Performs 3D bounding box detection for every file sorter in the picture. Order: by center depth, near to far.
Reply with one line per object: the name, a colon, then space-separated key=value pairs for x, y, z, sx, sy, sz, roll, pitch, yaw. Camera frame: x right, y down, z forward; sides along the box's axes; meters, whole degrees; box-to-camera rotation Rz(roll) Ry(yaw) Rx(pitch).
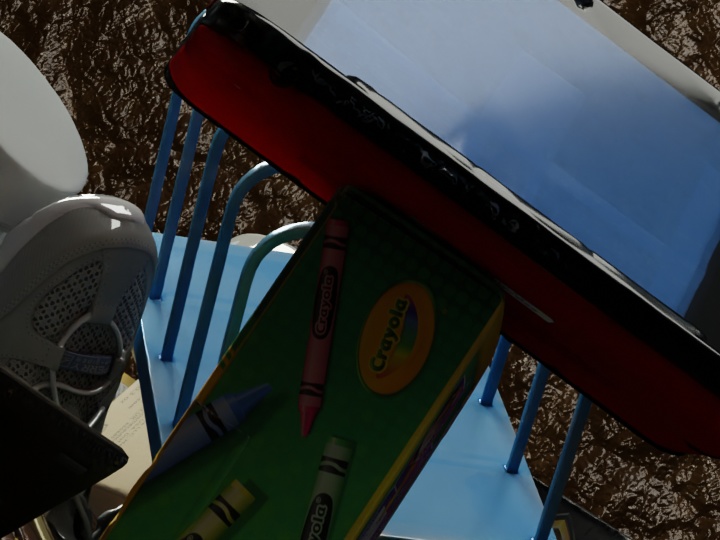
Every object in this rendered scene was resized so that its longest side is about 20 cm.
file sorter: x=0.000 y=0.000 z=0.942 sx=0.138 sy=0.123 sz=0.200 roll=9 pitch=26 yaw=-15

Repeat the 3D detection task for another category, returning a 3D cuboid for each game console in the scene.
game console: x=0.055 y=-0.047 z=0.775 sx=0.199 sy=0.119 sz=0.172 roll=35 pitch=-7 yaw=-6

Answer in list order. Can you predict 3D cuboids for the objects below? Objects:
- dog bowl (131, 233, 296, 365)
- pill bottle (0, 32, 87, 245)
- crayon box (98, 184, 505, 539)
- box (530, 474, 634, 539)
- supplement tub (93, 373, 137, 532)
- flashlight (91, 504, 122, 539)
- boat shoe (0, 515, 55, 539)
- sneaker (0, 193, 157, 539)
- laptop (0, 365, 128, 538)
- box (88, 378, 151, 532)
dog bowl: x=-0.022 y=0.070 z=1.181 sx=0.200 sy=0.059 sz=0.200 roll=43 pitch=-21 yaw=21
pill bottle: x=-0.202 y=-0.007 z=0.980 sx=0.112 sy=0.200 sz=0.112 roll=48 pitch=17 yaw=-20
crayon box: x=-0.035 y=0.082 z=0.745 sx=0.058 sy=0.201 sz=0.119 roll=33 pitch=-7 yaw=6
box: x=0.159 y=0.172 z=0.956 sx=0.200 sy=0.050 sz=0.198 roll=30 pitch=-10 yaw=46
supplement tub: x=-0.174 y=0.088 z=1.188 sx=0.200 sy=0.145 sz=0.144 roll=36 pitch=-7 yaw=-19
flashlight: x=-0.084 y=0.155 z=1.057 sx=0.067 sy=0.068 sz=0.200 roll=3 pitch=-23 yaw=-3
boat shoe: x=-0.144 y=0.091 z=0.877 sx=0.200 sy=0.072 sz=0.068 roll=48 pitch=4 yaw=20
sneaker: x=-0.113 y=0.069 z=0.947 sx=0.074 sy=0.201 sz=0.082 roll=4 pitch=26 yaw=-44
laptop: x=-0.208 y=0.025 z=0.759 sx=0.187 sy=0.199 sz=0.116 roll=42 pitch=22 yaw=-54
box: x=-0.034 y=0.104 z=1.066 sx=0.200 sy=0.078 sz=0.095 roll=10 pitch=-43 yaw=57
